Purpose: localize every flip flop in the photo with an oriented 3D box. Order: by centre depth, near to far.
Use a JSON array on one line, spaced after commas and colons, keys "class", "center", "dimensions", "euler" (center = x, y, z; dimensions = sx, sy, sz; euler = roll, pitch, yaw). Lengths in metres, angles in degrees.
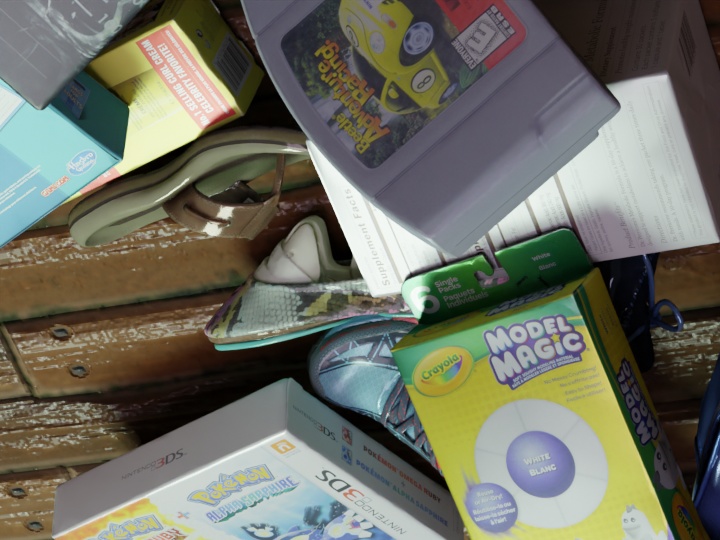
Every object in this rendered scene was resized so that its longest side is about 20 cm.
[{"class": "flip flop", "center": [-0.085, -0.040, 1.276], "dimensions": [0.199, 0.081, 0.058], "euler": [-20, 79, 30]}]

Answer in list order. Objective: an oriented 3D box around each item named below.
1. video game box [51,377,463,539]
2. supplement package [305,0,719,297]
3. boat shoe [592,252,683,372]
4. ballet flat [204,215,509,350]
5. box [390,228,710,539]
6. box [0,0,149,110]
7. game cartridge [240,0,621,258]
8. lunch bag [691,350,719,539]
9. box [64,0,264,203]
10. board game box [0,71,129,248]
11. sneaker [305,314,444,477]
[{"class": "video game box", "center": [-0.064, 0.158, 1.419], "dimensions": [0.199, 0.047, 0.182], "euler": [-27, 133, 30]}, {"class": "supplement package", "center": [0.088, -0.074, 1.192], "dimensions": [0.198, 0.114, 0.110], "euler": [-10, 125, 21]}, {"class": "boat shoe", "center": [0.138, 0.038, 1.263], "dimensions": [0.068, 0.084, 0.201], "euler": [29, 105, 3]}, {"class": "ballet flat", "center": [0.000, 0.000, 1.309], "dimensions": [0.198, 0.069, 0.072], "euler": [-7, 107, 14]}, {"class": "box", "center": [0.098, 0.085, 1.182], "dimensions": [0.117, 0.048, 0.201], "euler": [-19, 99, 28]}, {"class": "box", "center": [-0.163, -0.227, 1.109], "dimensions": [0.200, 0.124, 0.197], "euler": [41, 108, -17]}, {"class": "game cartridge", "center": [0.025, -0.111, 1.128], "dimensions": [0.133, 0.200, 0.041], "euler": [-43, 153, 12]}, {"class": "lunch bag", "center": [0.267, 0.089, 1.258], "dimensions": [0.135, 0.133, 0.201], "euler": [14, 129, 4]}, {"class": "box", "center": [-0.157, -0.090, 1.283], "dimensions": [0.199, 0.050, 0.075], "euler": [-23, 117, 27]}, {"class": "board game box", "center": [-0.249, -0.094, 1.213], "dimensions": [0.151, 0.047, 0.200], "euler": [-32, 126, 29]}, {"class": "sneaker", "center": [0.061, 0.081, 1.328], "dimensions": [0.198, 0.096, 0.080], "euler": [12, 127, 6]}]
